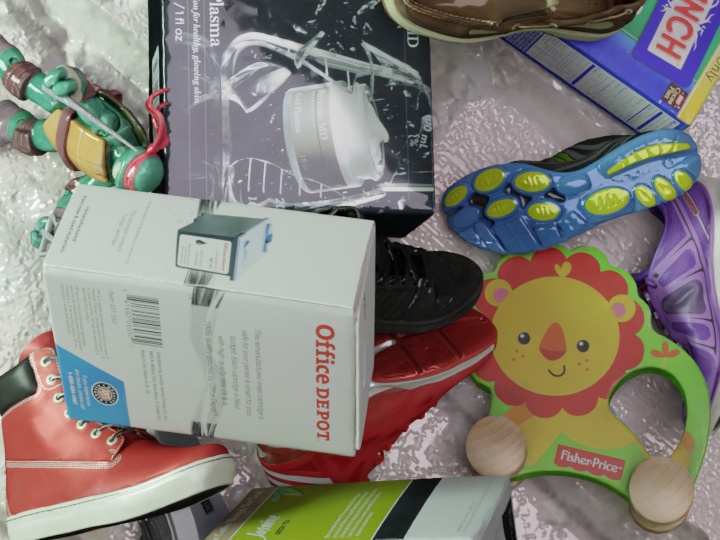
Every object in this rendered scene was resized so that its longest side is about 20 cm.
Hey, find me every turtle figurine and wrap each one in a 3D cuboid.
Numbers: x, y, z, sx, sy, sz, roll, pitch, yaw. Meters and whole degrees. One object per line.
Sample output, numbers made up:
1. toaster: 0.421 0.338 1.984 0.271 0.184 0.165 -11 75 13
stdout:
1. turtle figurine: -0.202 -0.088 1.202 0.100 0.199 0.151 -20 131 -43

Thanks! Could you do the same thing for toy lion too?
1. toy lion: 0.167 0.080 1.294 0.198 0.069 0.193 14 77 12

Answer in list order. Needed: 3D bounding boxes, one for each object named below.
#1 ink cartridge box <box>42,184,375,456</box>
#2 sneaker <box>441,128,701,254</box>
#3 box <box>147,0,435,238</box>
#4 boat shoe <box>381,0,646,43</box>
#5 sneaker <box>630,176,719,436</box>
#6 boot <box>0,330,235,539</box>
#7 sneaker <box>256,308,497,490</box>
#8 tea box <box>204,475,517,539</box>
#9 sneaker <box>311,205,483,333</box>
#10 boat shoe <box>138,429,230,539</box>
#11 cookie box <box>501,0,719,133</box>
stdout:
1. ink cartridge box: -0.092 0.034 1.117 0.198 0.147 0.086 6 46 5
2. sneaker: 0.162 -0.060 1.324 0.198 0.083 0.071 -15 92 4
3. box: -0.054 -0.129 1.269 0.195 0.124 0.202 -1 83 -12
4. boat shoe: 0.115 -0.205 1.229 0.201 0.075 0.075 -5 86 -26
5. sneaker: 0.252 0.029 1.339 0.083 0.081 0.202 -3 76 7
6. boot: -0.178 0.105 1.197 0.199 0.072 0.146 -15 80 33
7. sneaker: 0.012 0.105 1.273 0.199 0.078 0.116 -20 132 -16
8. tea box: 0.009 0.257 1.172 0.195 0.134 0.202 -6 100 16
9. sneaker: -0.001 -0.003 1.210 0.198 0.105 0.060 -7 56 -14
10. boat shoe: -0.135 0.189 1.245 0.066 0.070 0.201 -24 87 24
11. cookie box: 0.205 -0.226 1.349 0.199 0.075 0.172 33 77 -5
